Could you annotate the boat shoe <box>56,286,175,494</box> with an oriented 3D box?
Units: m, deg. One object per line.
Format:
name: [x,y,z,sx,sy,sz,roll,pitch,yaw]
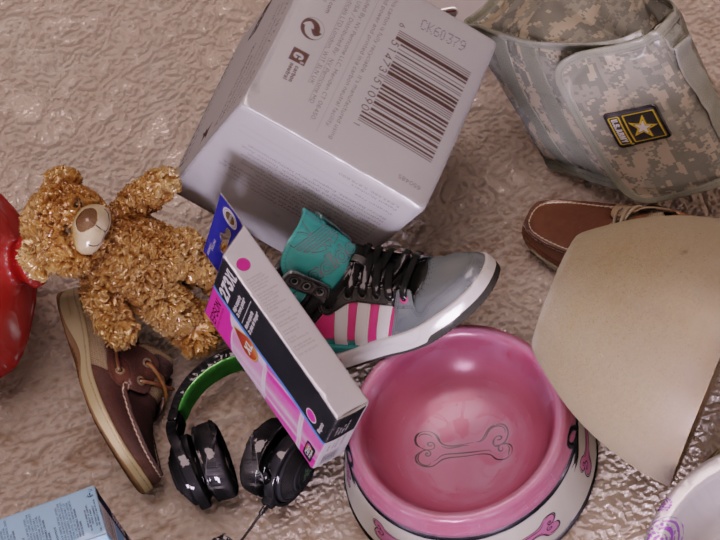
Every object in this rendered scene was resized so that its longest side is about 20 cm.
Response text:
boat shoe: [-0.185,0.085,1.777,0.072,0.072,0.200,-23,52,0]

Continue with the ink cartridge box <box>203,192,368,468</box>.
ink cartridge box: [-0.069,0.046,1.669,0.037,0.095,0.200,-26,71,-24]

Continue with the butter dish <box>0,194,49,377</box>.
butter dish: [-0.316,0.002,1.764,0.147,0.200,0.200,-11,58,20]

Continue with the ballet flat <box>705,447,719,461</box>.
ballet flat: [0.314,0.132,1.642,0.200,0.071,0.071,-31,59,-6]

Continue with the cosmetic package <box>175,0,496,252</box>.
cosmetic package: [-0.025,-0.121,1.754,0.165,0.200,0.165,29,64,-11]

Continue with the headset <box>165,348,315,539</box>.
headset: [-0.094,0.144,1.706,0.123,0.094,0.201,-3,60,11]

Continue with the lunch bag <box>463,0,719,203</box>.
lunch bag: [0.203,-0.147,1.736,0.118,0.164,0.200,-46,36,-16]

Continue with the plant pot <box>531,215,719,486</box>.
plant pot: [0.204,0.041,1.626,0.134,0.200,0.201,22,66,10]

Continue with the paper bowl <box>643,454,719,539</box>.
paper bowl: [0.296,0.228,1.555,0.200,0.104,0.201,-3,71,8]

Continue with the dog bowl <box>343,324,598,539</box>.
dog bowl: [0.079,0.129,1.690,0.199,0.074,0.201,-5,60,9]

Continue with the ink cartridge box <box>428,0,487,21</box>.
ink cartridge box: [0.063,-0.266,1.928,0.116,0.068,0.201,-8,57,8]

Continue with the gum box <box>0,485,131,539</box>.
gum box: [-0.262,0.244,1.639,0.199,0.170,0.045,-19,58,0]

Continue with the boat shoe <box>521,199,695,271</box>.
boat shoe: [0.223,-0.025,1.749,0.199,0.072,0.076,13,63,19]

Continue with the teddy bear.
teddy bear: [-0.171,-0.007,1.739,0.145,0.200,0.067,-45,27,-7]

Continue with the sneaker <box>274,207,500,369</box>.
sneaker: [0.000,0.000,1.686,0.200,0.121,0.084,-23,31,37]
